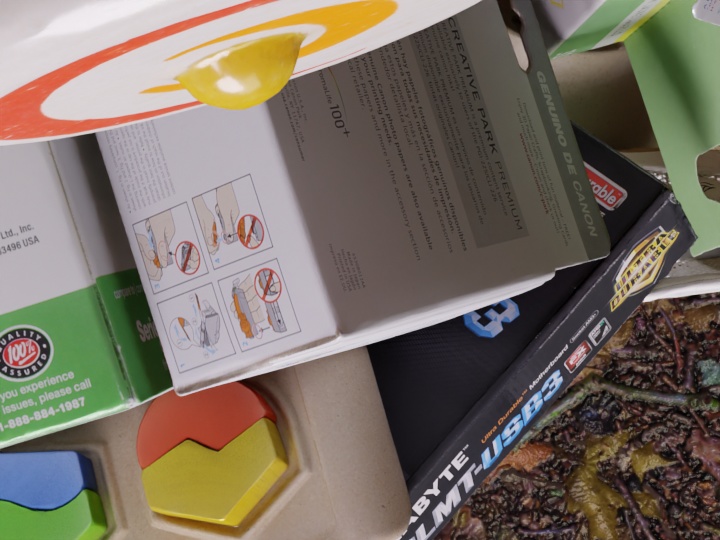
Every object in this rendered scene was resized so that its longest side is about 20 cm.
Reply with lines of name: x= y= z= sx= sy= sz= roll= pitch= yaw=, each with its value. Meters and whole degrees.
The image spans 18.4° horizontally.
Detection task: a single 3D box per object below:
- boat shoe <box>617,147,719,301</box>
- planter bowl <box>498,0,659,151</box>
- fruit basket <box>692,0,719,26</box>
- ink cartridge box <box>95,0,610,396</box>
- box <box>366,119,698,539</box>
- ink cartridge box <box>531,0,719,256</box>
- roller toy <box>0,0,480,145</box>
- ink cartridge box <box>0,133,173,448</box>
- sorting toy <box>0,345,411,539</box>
boat shoe: x=0.098 y=-0.016 z=0.976 sx=0.200 sy=0.071 sz=0.069 roll=-4 pitch=-145 yaw=-16
planter bowl: x=0.065 y=-0.104 z=1.056 sx=0.200 sy=0.200 sz=0.135 roll=-15 pitch=149 yaw=-33
fruit basket: x=0.177 y=-0.167 z=0.782 sx=0.094 sy=0.185 sz=0.200 roll=31 pitch=-167 yaw=25
ink cartridge box: x=-0.012 y=-0.073 z=0.809 sx=0.084 sy=0.200 sz=0.176 roll=-21 pitch=175 yaw=39
box: x=0.000 y=0.000 z=0.912 sx=0.199 sy=0.200 sz=0.050 roll=-48 pitch=146 yaw=-4
ink cartridge box: x=0.106 y=-0.104 z=0.892 sx=0.048 sy=0.200 sz=0.146 roll=-14 pitch=176 yaw=-8
roller toy: x=-0.045 y=-0.109 z=0.560 sx=0.200 sy=0.140 sz=0.182 roll=-16 pitch=178 yaw=-18
ink cartridge box: x=-0.165 y=-0.030 z=0.796 sx=0.147 sy=0.200 sz=0.083 roll=-17 pitch=-179 yaw=10
sorting toy: x=-0.099 y=0.042 z=0.848 sx=0.200 sy=0.185 sz=0.036 roll=-18 pitch=162 yaw=4
